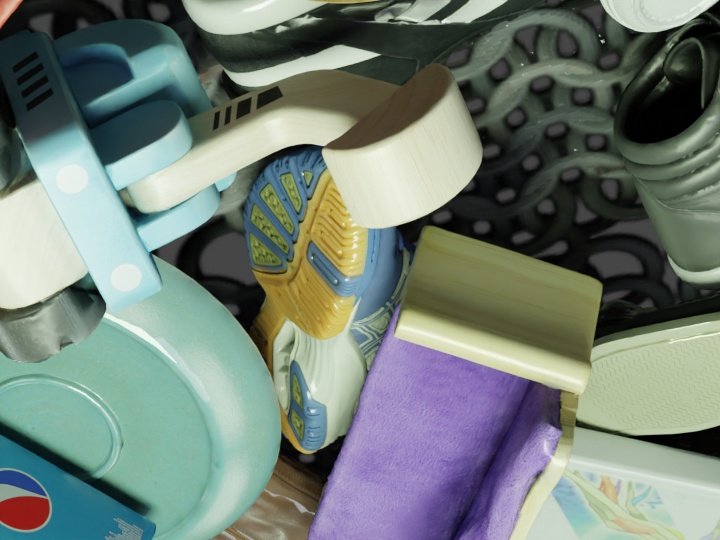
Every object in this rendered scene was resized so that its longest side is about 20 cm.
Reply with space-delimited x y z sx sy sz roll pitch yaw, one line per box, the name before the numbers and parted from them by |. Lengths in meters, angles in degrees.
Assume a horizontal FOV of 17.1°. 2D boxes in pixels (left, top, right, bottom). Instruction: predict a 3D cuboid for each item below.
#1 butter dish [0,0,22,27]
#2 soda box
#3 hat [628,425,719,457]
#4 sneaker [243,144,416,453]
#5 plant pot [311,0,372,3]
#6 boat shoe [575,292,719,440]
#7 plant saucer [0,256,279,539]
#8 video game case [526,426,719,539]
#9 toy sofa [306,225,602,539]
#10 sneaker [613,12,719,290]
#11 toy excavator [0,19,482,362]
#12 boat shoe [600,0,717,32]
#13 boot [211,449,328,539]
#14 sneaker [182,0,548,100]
butter dish | -0.232 -0.105 0.804 0.199 0.148 0.200 40 120 -11
soda box | -0.196 0.103 1.059 0.200 0.064 0.068 32 128 -11
hat | 0.175 0.124 1.202 0.200 0.081 0.201 4 125 6
sneaker | 0.000 0.000 1.075 0.088 0.075 0.200 -25 153 -21
plant pot | -0.002 -0.221 0.769 0.186 0.186 0.200 -25 123 13
boat shoe | 0.114 0.038 1.075 0.200 0.068 0.072 -18 132 35
plant saucer | -0.137 0.065 1.082 0.200 0.027 0.200 7 130 8
video game case | 0.155 0.148 1.141 0.200 0.022 0.182 13 141 -10
toy sofa | 0.032 0.086 1.031 0.083 0.098 0.200 19 136 -2
sneaker | 0.194 -0.084 1.015 0.200 0.071 0.099 -39 128 6
toy excavator | -0.071 -0.049 0.920 0.200 0.195 0.100 -28 122 -2
boat shoe | 0.161 -0.158 0.940 0.072 0.069 0.200 17 131 -31
boot | -0.075 0.124 1.195 0.200 0.064 0.186 25 142 -23
sneaker | 0.037 -0.110 0.967 0.200 0.073 0.112 -12 142 10
